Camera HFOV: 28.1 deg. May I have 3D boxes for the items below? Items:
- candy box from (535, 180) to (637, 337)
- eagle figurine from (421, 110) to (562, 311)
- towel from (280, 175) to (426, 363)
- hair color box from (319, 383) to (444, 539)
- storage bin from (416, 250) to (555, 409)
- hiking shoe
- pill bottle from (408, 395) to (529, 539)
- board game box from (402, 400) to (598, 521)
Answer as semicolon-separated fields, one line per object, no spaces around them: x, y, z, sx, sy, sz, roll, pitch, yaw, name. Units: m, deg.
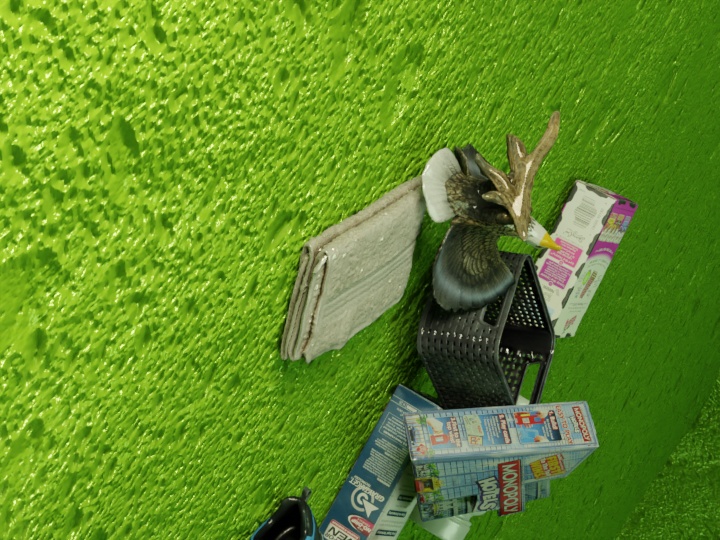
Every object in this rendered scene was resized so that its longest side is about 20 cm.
0.280;-0.012;1.877;0.200;0.061;0.136;-65;159;9;candy box
0.125;-0.051;1.394;0.152;0.151;0.200;-30;178;-18;eagle figurine
0.000;0.000;1.317;0.200;0.034;0.133;-35;147;-49;towel
0.034;0.235;1.645;0.200;0.060;0.100;-61;156;0;hair color box
0.140;0.078;1.572;0.200;0.094;0.135;63;41;-53;storage bin
-0.107;0.309;1.424;0.087;0.074;0.200;83;30;-45;hiking shoe
0.131;0.233;1.792;0.200;0.114;0.114;-60;159;-3;pill bottle
0.155;0.210;1.565;0.200;0.199;0.062;79;1;-54;board game box
